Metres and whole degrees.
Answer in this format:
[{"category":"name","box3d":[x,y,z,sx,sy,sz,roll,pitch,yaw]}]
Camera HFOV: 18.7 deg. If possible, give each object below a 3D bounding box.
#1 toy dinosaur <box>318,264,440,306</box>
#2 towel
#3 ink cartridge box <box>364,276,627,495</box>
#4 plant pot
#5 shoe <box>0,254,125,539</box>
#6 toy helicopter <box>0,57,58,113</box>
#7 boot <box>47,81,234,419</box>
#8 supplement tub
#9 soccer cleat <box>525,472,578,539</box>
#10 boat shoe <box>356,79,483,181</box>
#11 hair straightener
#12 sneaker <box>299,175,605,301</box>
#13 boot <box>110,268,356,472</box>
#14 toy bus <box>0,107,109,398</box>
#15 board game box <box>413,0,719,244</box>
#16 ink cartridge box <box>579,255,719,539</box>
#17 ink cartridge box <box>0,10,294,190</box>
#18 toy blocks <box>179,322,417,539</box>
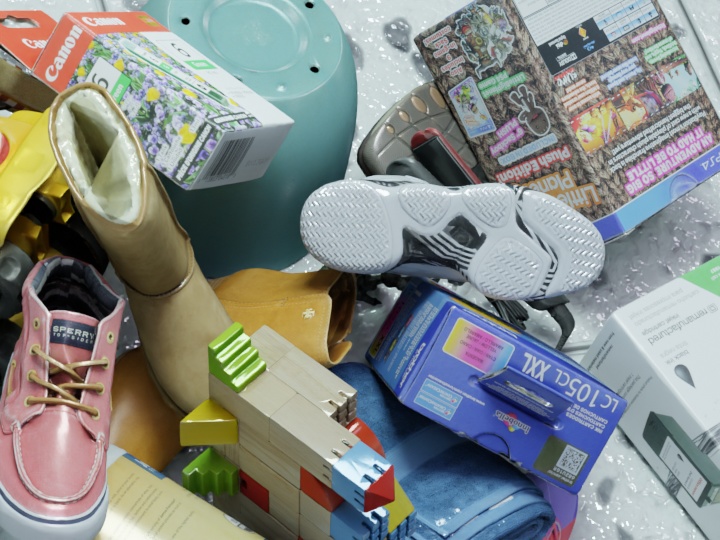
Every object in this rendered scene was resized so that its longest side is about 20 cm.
[{"category":"toy dinosaur","box3d":[0.000,0.000,1.563,0.200,0.048,0.088,-30,33,-31]},{"category":"towel","box3d":[0.026,0.130,1.440,0.112,0.049,0.200,-27,43,-33]},{"category":"ink cartridge box","box3d":[0.090,0.075,1.443,0.136,0.200,0.076,28,94,-10]},{"category":"plant pot","box3d":[-0.093,-0.121,1.555,0.200,0.161,0.201,8,54,-12]},{"category":"shoe","box3d":[-0.176,0.071,1.262,0.071,0.091,0.200,8,27,-12]},{"category":"toy helicopter","box3d":[-0.217,-0.112,1.498,0.200,0.132,0.079,23,79,36]},{"category":"boot","box3d":[-0.127,0.000,1.330,0.066,0.200,0.175,-29,71,-6]},{"category":"supplement tub","box3d":[-0.142,0.194,1.324,0.200,0.145,0.145,31,52,5]},{"category":"soccer cleat","box3d":[0.093,0.203,1.430,0.200,0.076,0.067,-42,112,-32]},{"category":"boat shoe","box3d":[0.062,-0.108,1.652,0.200,0.073,0.075,-33,94,-42]},{"category":"hair straightener","box3d":[0.084,-0.003,1.567,0.200,0.041,0.077,53,53,-14]},{"category":"sneaker","box3d":[0.063,-0.027,1.464,0.200,0.115,0.075,7,96,3]},{"category":"boot","box3d":[-0.085,0.068,1.439,0.144,0.071,0.201,-7,39,28]},{"category":"toy bus","box3d":[-0.270,-0.029,1.415,0.192,0.200,0.136,22,52,9]},{"category":"board game box","box3d":[0.163,-0.127,1.626,0.159,0.097,0.200,-30,93,-42]},{"category":"ink cartridge box","box3d":[0.277,0.099,1.568,0.146,0.084,0.200,-26,68,-31]},{"category":"ink cartridge box","box3d":[-0.150,-0.130,1.414,0.200,0.050,0.109,37,19,14]},{"category":"toy blocks","box3d":[-0.026,0.130,1.339,0.137,0.200,0.100,35,57,24]}]
